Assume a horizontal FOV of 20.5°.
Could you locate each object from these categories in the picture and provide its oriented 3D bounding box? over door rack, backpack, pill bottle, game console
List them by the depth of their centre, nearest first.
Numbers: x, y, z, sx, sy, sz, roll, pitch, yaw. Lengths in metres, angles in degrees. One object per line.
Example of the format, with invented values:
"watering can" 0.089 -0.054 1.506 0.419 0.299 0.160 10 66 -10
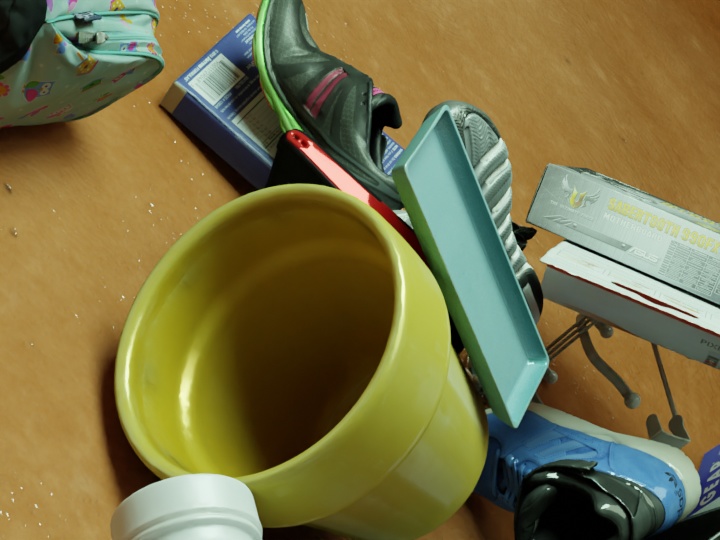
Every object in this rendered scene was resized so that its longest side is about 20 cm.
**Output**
"pill bottle" -0.078 0.214 1.052 0.112 0.112 0.200 22 40 -43
"backpack" -0.215 -0.157 1.246 0.200 0.166 0.127 -13 88 -62
"game console" 0.000 0.000 1.339 0.177 0.200 0.031 42 72 4
"over door rack" 0.190 0.106 1.522 0.067 0.148 0.200 32 34 -22

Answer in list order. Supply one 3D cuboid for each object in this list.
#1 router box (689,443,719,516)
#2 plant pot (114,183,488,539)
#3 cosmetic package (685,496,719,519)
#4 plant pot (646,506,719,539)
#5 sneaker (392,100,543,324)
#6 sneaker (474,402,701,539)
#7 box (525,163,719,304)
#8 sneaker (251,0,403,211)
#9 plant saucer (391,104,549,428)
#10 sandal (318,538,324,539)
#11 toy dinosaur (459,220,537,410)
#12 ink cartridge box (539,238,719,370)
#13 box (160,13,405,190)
"router box" 0.348 0.255 1.681 0.180 0.049 0.200 49 29 -7
"plant pot" -0.018 0.076 1.226 0.189 0.200 0.201 42 27 -50
"cosmetic package" 0.274 0.219 1.459 0.113 0.200 0.081 7 51 -51
"plant pot" 0.204 0.272 1.324 0.199 0.200 0.178 -15 81 -59
"sneaker" 0.044 -0.034 1.312 0.075 0.115 0.200 -43 134 -28
"sneaker" 0.120 0.148 1.363 0.111 0.199 0.077 -23 117 -47
"box" 0.234 -0.020 1.484 0.200 0.048 0.158 24 7 15
"sneaker" -0.017 -0.115 1.416 0.200 0.084 0.077 67 8 16
"plant saucer" 0.068 0.000 1.225 0.070 0.019 0.200 -57 131 -44
"sandal" -0.016 0.198 1.217 0.200 0.054 0.081 13 47 -49
"toy dinosaur" 0.072 0.026 1.504 0.102 0.136 0.200 -29 43 -26
"ink cartridge box" 0.200 0.033 1.379 0.162 0.050 0.200 23 11 8
"box" -0.040 -0.093 1.478 0.200 0.032 0.121 40 41 0
